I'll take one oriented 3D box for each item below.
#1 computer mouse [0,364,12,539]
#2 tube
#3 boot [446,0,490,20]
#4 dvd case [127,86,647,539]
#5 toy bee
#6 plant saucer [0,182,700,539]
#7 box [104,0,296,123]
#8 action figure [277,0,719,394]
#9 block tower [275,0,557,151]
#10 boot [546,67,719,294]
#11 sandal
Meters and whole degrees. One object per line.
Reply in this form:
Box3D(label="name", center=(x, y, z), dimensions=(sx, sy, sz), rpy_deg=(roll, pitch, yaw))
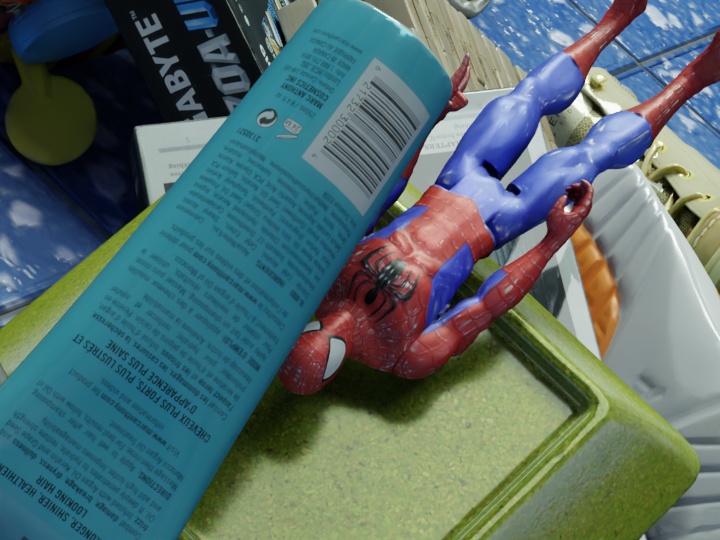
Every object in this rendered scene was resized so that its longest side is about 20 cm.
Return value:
Box3D(label="computer mouse", center=(-0.151, 0.091, 0.775), dimensions=(0.138, 0.053, 0.201), rpy_deg=(25, 42, -22))
Box3D(label="tube", center=(-0.046, 0.008, 0.806), dimensions=(0.077, 0.050, 0.200), rpy_deg=(36, 73, -2))
Box3D(label="boot", center=(-0.013, -0.187, 1.127), dimensions=(0.074, 0.095, 0.201), rpy_deg=(-45, 111, -35))
Box3D(label="dvd case", center=(0.009, 0.034, 0.922), dimensions=(0.149, 0.025, 0.201), rpy_deg=(-7, 64, -13))
Box3D(label="toy bee", center=(-0.151, -0.114, 1.035), dimensions=(0.200, 0.108, 0.132), rpy_deg=(48, 21, -58))
Box3D(label="plant saucer", center=(-0.016, 0.049, 0.869), dimensions=(0.200, 0.048, 0.200), rpy_deg=(43, 65, 13))
Box3D(label="box", center=(-0.078, -0.145, 1.046), dimensions=(0.159, 0.046, 0.201), rpy_deg=(-86, 151, -68))
Box3D(label="action figure", center=(0.043, -0.028, 0.866), dimensions=(0.065, 0.052, 0.200), rpy_deg=(42, 67, 9))
Box3D(label="block tower", center=(0.029, -0.071, 1.112), dimensions=(0.200, 0.054, 0.058), rpy_deg=(28, 40, -67))
Box3D(label="boot", center=(0.133, -0.028, 1.188), dimensions=(0.155, 0.073, 0.200), rpy_deg=(45, 7, 17))
Box3D(label="sandal", center=(0.106, 0.045, 0.969), dimensions=(0.059, 0.079, 0.207), rpy_deg=(44, 16, -50))
